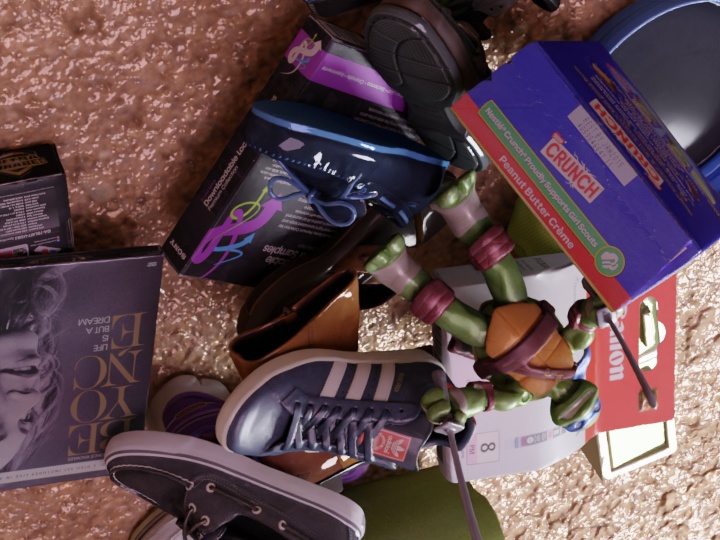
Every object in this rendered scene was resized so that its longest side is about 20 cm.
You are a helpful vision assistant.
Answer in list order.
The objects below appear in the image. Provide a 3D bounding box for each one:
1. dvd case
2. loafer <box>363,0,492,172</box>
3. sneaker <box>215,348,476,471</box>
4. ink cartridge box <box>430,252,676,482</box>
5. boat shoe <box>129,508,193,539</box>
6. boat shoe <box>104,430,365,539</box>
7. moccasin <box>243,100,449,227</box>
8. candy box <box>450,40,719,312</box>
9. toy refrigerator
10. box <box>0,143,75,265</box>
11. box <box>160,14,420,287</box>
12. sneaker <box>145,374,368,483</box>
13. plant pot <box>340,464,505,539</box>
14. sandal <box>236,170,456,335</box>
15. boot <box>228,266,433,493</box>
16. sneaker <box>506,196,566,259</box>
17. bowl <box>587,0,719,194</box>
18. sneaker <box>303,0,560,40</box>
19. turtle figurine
[{"bbox_3d":[-0.219,0.074,1.154,0.147,0.016,0.201,-6,128,-23],"label":"dvd case"},{"bbox_3d":[0.055,-0.139,1.099,0.063,0.071,0.200,-61,155,-15],"label":"loafer"},{"bbox_3d":[-0.002,0.103,1.116,0.199,0.085,0.075,-8,130,-37],"label":"sneaker"},{"bbox_3d":[0.153,0.067,1.236,0.198,0.057,0.164,-6,112,-7],"label":"ink cartridge box"},{"bbox_3d":[-0.170,0.267,1.341,0.074,0.069,0.200,28,109,-36],"label":"boat shoe"},{"bbox_3d":[-0.097,0.177,1.183,0.198,0.067,0.070,21,142,-4],"label":"boat shoe"},{"bbox_3d":[-0.006,-0.061,1.087,0.199,0.080,0.069,13,107,-50],"label":"moccasin"},{"bbox_3d":[0.163,-0.069,1.093,0.077,0.170,0.200,-39,173,19],"label":"candy box"},{"bbox_3d":[0.216,0.080,1.377,0.075,0.070,0.201,-20,129,-9],"label":"toy refrigerator"},{"bbox_3d":[-0.292,0.023,1.123,0.198,0.050,0.200,-13,129,-16],"label":"box"},{"bbox_3d":[-0.036,-0.073,1.152,0.142,0.036,0.201,12,118,-51],"label":"box"},{"bbox_3d":[-0.076,0.146,1.287,0.198,0.084,0.081,12,119,-32],"label":"sneaker"},{"bbox_3d":[0.016,0.249,1.354,0.189,0.200,0.202,-21,131,-24],"label":"plant pot"},{"bbox_3d":[0.000,0.000,1.190,0.199,0.055,0.082,-33,152,-22],"label":"sandal"},{"bbox_3d":[-0.008,0.064,1.198,0.187,0.069,0.201,-29,141,-18],"label":"boot"},{"bbox_3d":[0.117,0.024,1.278,0.090,0.078,0.202,-13,129,-30],"label":"sneaker"},{"bbox_3d":[0.240,-0.126,1.258,0.199,0.039,0.202,-12,128,-16],"label":"bowl"},{"bbox_3d":[0.057,-0.191,1.106,0.198,0.071,0.083,-11,117,-20],"label":"sneaker"},{"bbox_3d":[0.099,0.039,1.093,0.194,0.200,0.144,48,123,-3],"label":"turtle figurine"}]
